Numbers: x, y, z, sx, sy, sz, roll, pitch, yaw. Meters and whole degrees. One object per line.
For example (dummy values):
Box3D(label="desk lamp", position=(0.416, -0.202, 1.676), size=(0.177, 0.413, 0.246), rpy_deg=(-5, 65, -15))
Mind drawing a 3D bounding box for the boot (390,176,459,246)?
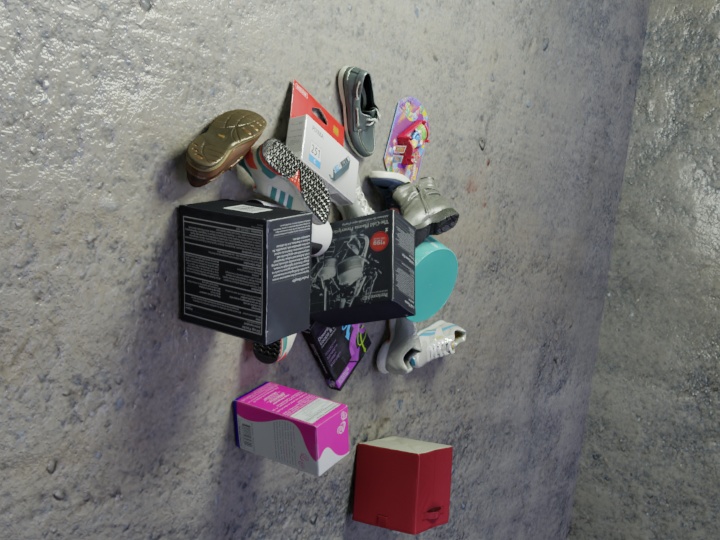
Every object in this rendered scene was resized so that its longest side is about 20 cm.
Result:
Box3D(label="boot", position=(0.099, -0.119, 1.741), size=(0.198, 0.131, 0.068), rpy_deg=(-22, 147, -22))

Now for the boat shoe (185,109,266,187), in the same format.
Box3D(label="boat shoe", position=(-0.228, -0.206, 1.378), size=(0.200, 0.072, 0.068), rpy_deg=(-52, 171, -46))

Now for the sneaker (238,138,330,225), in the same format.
Box3D(label="sneaker", position=(-0.135, -0.151, 1.469), size=(0.200, 0.093, 0.071), rpy_deg=(45, 50, -37))

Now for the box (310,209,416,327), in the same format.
Box3D(label="box", position=(0.000, 0.000, 1.602), size=(0.104, 0.198, 0.184), rpy_deg=(31, 54, -55))

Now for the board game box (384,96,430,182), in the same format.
Box3D(label="board game box", position=(0.123, -0.291, 1.884), size=(0.158, 0.039, 0.202), rpy_deg=(24, 80, -56))

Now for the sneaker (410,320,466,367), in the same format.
Box3D(label="sneaker", position=(0.192, 0.186, 2.085), size=(0.199, 0.080, 0.077), rpy_deg=(-34, 127, -45))

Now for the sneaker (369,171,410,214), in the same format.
Box3D(label="sneaker", position=(0.078, -0.158, 1.825), size=(0.199, 0.074, 0.085), rpy_deg=(24, 77, -55))

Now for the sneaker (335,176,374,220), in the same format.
Box3D(label="sneaker", position=(0.000, -0.124, 1.704), size=(0.076, 0.091, 0.202), rpy_deg=(-31, 123, -47))

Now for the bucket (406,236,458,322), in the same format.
Box3D(label="bucket", position=(0.107, 0.005, 1.815), size=(0.206, 0.134, 0.209), rpy_deg=(-26, 131, -34))

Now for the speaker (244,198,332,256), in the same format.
Box3D(label="speaker", position=(-0.140, -0.077, 1.521), size=(0.199, 0.081, 0.082), rpy_deg=(11, 90, -57))

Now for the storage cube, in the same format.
Box3D(label="storage cube", position=(0.098, 0.497, 1.936), size=(0.170, 0.198, 0.182), rpy_deg=(7, 87, -55))

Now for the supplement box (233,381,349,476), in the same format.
Box3D(label="supplement box", position=(-0.128, 0.290, 1.532), size=(0.103, 0.198, 0.102), rpy_deg=(-24, 119, -50))

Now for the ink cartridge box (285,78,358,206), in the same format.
Box3D(label="ink cartridge box", position=(-0.068, -0.242, 1.568), size=(0.200, 0.044, 0.178), rpy_deg=(34, 55, -55))

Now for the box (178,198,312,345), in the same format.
Box3D(label="box", position=(-0.190, -0.004, 1.361), size=(0.123, 0.198, 0.201), rpy_deg=(-15, 112, -54))

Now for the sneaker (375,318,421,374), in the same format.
Box3D(label="sneaker", position=(0.112, 0.151, 1.933), size=(0.076, 0.091, 0.202), rpy_deg=(34, 71, -54))

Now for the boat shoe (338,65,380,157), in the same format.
Box3D(label="boat shoe", position=(0.006, -0.318, 1.684), size=(0.073, 0.061, 0.202), rpy_deg=(-48, 137, -41))

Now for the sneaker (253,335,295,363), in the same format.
Box3D(label="sneaker", position=(-0.150, 0.074, 1.562), size=(0.093, 0.070, 0.202), rpy_deg=(15, 84, -74))

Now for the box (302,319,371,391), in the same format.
Box3D(label="box", position=(-0.049, 0.137, 1.754), size=(0.143, 0.036, 0.201), rpy_deg=(-54, 138, -32))
